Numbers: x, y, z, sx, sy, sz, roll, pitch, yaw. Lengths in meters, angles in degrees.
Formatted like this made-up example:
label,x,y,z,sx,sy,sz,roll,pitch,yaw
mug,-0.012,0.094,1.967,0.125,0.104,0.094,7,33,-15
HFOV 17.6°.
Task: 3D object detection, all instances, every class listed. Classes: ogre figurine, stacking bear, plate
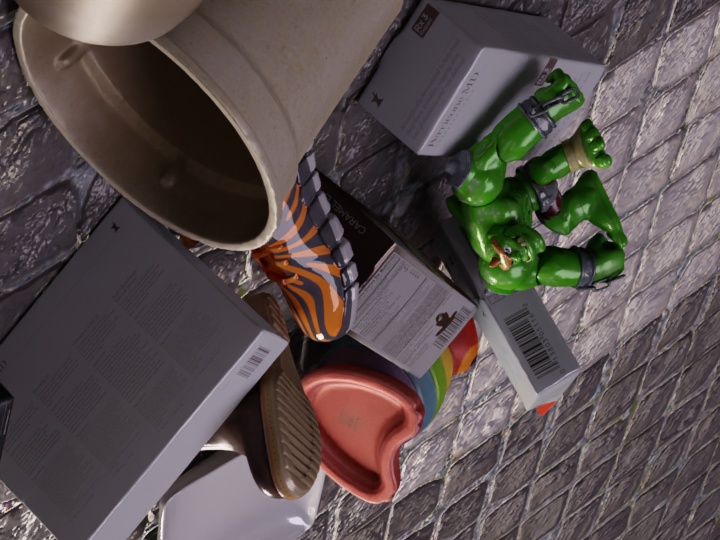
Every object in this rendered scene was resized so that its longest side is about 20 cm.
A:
label,x,y,z,sx,sy,sz,roll,pitch,yaw
ogre figurine,0.134,-0.050,1.784,0.120,0.098,0.200,-24,151,-4
stacking bear,0.034,0.083,1.953,0.200,0.113,0.122,-45,159,-50
plate,-0.108,0.201,1.996,0.199,0.032,0.200,-31,150,-33

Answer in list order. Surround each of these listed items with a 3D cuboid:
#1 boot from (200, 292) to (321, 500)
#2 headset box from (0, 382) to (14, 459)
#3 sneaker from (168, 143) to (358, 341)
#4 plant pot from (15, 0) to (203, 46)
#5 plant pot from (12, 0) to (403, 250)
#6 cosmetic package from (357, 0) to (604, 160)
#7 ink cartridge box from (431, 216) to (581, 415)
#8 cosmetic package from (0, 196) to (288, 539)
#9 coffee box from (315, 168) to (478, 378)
label,x,y,z,sx,sy,sz,roll,pitch,yaw
boot,-0.118,0.114,1.627,0.166,0.200,0.072,-27,130,11
headset box,-0.334,0.143,1.439,0.199,0.093,0.175,-16,134,-40
sneaker,-0.075,-0.024,1.611,0.112,0.077,0.201,-34,116,-35
plant pot,-0.121,-0.214,1.216,0.200,0.200,0.174,-31,161,-33
plant pot,-0.075,-0.147,1.399,0.184,0.200,0.201,-50,158,-25
cosmetic package,0.096,-0.144,1.786,0.200,0.074,0.102,-5,132,-58
ink cartridge box,0.111,0.044,1.931,0.047,0.160,0.200,-28,169,-12
cosmetic package,-0.168,0.075,1.580,0.200,0.151,0.052,-50,157,4
coffee box,0.000,0.000,1.789,0.080,0.114,0.200,-49,154,3
